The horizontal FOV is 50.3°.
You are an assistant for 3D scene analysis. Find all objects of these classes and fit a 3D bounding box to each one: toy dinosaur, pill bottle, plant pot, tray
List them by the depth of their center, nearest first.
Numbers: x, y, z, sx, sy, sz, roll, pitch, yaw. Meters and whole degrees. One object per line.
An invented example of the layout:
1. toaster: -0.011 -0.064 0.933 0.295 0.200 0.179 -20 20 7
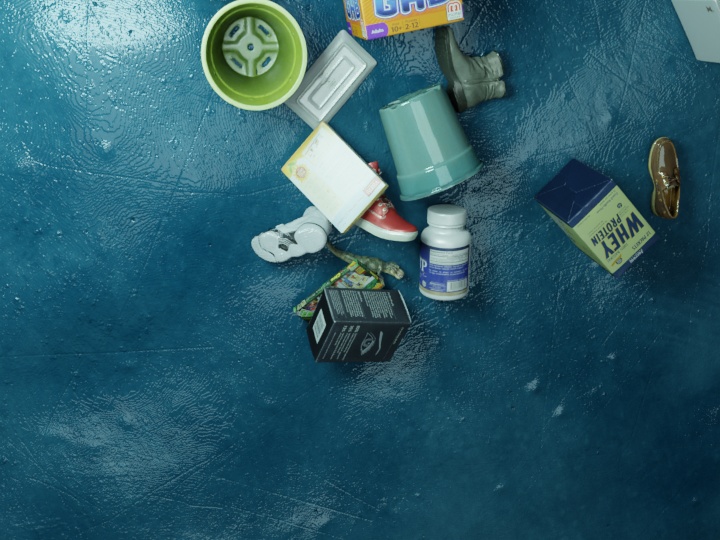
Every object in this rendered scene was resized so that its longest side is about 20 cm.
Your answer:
1. plant pot: -0.213 -0.433 1.516 0.197 0.190 0.203 -3 110 -9
2. tray: -0.063 -0.404 1.648 0.107 0.022 0.200 39 99 -20
3. plant pot: 0.142 -0.282 1.651 0.198 0.200 0.198 -24 106 -2
4. pill bottle: 0.197 -0.044 1.780 0.118 0.120 0.203 -3 110 -10
5. toy dinosaur: 0.000 0.000 1.801 0.197 0.048 0.089 17 103 -12

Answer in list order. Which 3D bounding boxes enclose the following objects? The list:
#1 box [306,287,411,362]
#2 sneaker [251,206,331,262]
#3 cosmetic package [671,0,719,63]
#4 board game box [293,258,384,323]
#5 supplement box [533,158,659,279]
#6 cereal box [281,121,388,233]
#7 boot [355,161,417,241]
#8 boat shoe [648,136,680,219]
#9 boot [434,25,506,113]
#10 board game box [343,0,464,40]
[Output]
1. box: -0.005 0.127 1.768 0.197 0.105 0.149 3 135 -26
2. sneaker: -0.144 -0.082 1.726 0.198 0.115 0.076 -9 116 30
3. cosmetic package: 0.835 -0.583 1.682 0.199 0.167 0.168 -36 113 3
4. board game box: -0.050 0.061 1.784 0.199 0.024 0.104 -38 131 20
5. supplement box: 0.542 -0.123 1.776 0.134 0.200 0.200 -44 113 8
6. cereal box: -0.056 -0.201 1.662 0.144 0.039 0.200 -45 83 12
7. boot: 0.050 -0.156 1.683 0.072 0.198 0.146 -15 124 -53
8. boat shoe: 0.744 -0.220 1.852 0.071 0.068 0.203 -13 112 -6
9. boot: 0.243 -0.454 1.674 0.129 0.068 0.202 -24 120 -7
10. board game box: 0.071 -0.581 1.511 0.197 0.200 0.203 -13 112 -7
